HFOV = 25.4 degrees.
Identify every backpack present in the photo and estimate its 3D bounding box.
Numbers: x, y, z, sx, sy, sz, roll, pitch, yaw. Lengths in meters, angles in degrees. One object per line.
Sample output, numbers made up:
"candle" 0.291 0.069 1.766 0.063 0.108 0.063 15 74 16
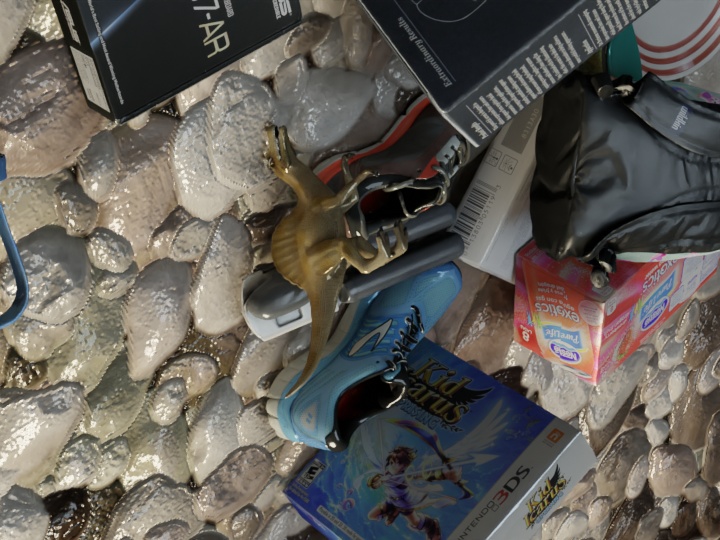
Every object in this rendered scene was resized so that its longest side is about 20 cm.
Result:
"backpack" 0.238 -0.084 1.269 0.198 0.127 0.169 0 110 -22

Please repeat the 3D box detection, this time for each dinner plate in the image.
"dinner plate" 0.277 -0.264 1.380 0.199 0.024 0.202 -20 124 -33

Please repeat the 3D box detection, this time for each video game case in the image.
"video game case" 0.059 0.164 1.281 0.181 0.199 0.046 -46 132 -14

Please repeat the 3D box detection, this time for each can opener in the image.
"can opener" 0.000 0.000 1.231 0.198 0.067 0.054 -22 105 -24

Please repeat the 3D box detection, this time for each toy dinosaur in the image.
"toy dinosaur" -0.020 -0.012 1.155 0.058 0.100 0.202 24 54 -62

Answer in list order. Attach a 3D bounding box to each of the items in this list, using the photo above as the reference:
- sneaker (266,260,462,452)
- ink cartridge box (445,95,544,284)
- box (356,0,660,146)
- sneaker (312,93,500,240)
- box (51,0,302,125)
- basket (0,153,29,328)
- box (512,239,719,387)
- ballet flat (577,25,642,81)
"sneaker" 0.020 0.072 1.278 0.200 0.090 0.079 -48 134 -17
"ink cartridge box" 0.159 -0.064 1.376 0.200 0.050 0.162 20 98 -62
"box" 0.103 -0.211 1.098 0.199 0.149 0.107 -38 163 8
"sneaker" 0.051 -0.075 1.236 0.199 0.082 0.078 -35 130 -23
"box" -0.130 -0.219 1.033 0.159 0.043 0.202 -32 129 -25
"basket" -0.291 -0.039 0.914 0.175 0.139 0.202 -23 115 -32
"box" 0.227 -0.007 1.386 0.200 0.094 0.103 -38 142 -33
"ballet flat" 0.187 -0.205 1.303 0.070 0.070 0.201 -36 133 -21
